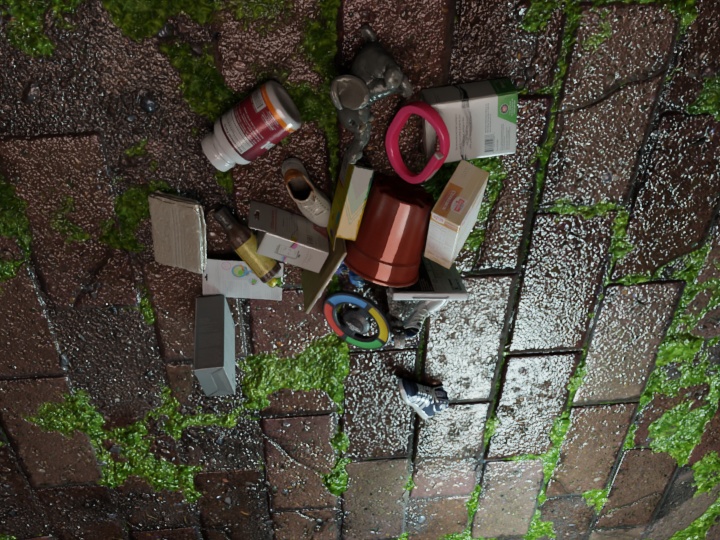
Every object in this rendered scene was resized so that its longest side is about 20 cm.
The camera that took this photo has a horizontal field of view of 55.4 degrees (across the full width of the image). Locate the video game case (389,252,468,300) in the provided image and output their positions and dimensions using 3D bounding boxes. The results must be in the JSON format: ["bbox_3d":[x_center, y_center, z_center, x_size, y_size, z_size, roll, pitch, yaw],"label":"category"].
[{"bbox_3d":[0.151,0.012,1.668,0.179,0.201,0.024,1,120,-7],"label":"video game case"}]

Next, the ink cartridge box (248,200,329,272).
[{"bbox_3d":[-0.178,-0.081,1.610,0.198,0.117,0.068,19,124,-19],"label":"ink cartridge box"}]

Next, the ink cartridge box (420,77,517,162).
[{"bbox_3d":[0.233,-0.323,1.488,0.197,0.084,0.148,-7,129,-1],"label":"ink cartridge box"}]

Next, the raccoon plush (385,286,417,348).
[{"bbox_3d":[0.141,0.090,1.768,0.132,0.097,0.203,-8,98,6],"label":"raccoon plush"}]

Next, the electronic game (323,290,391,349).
[{"bbox_3d":[-0.009,0.132,1.795,0.198,0.042,0.202,19,138,18],"label":"electronic game"}]

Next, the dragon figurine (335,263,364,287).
[{"bbox_3d":[0.000,0.000,1.704,0.199,0.100,0.059,31,120,-30],"label":"dragon figurine"}]

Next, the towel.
[{"bbox_3d":[-0.427,-0.089,1.606,0.131,0.035,0.202,14,128,8],"label":"towel"}]

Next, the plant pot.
[{"bbox_3d":[0.072,-0.100,1.589,0.198,0.202,0.197,11,118,-15],"label":"plant pot"}]

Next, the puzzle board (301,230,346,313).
[{"bbox_3d":[-0.088,-0.014,1.650,0.017,0.152,0.201,20,123,-23],"label":"puzzle board"}]

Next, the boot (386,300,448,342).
[{"bbox_3d":[0.158,0.125,1.824,0.198,0.096,0.074,-29,126,16],"label":"boot"}]

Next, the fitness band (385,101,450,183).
[{"bbox_3d":[0.118,-0.271,1.467,0.037,0.144,0.200,-32,170,-29],"label":"fitness band"}]

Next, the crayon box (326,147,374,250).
[{"bbox_3d":[-0.026,-0.156,1.537,0.050,0.127,0.202,10,115,-15],"label":"crayon box"}]

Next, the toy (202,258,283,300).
[{"bbox_3d":[-0.292,0.013,1.714,0.197,0.048,0.116,6,126,-4],"label":"toy"}]

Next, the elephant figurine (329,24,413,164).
[{"bbox_3d":[-0.002,-0.353,1.398,0.199,0.156,0.141,-38,146,11],"label":"elephant figurine"}]

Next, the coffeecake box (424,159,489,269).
[{"bbox_3d":[0.214,-0.123,1.549,0.072,0.154,0.201,27,156,13],"label":"coffeecake box"}]

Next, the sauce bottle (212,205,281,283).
[{"bbox_3d":[-0.269,-0.063,1.621,0.064,0.065,0.201,-32,107,18],"label":"sauce bottle"}]

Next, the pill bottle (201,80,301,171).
[{"bbox_3d":[-0.231,-0.296,1.436,0.198,0.114,0.113,-30,126,18],"label":"pill bottle"}]

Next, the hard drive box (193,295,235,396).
[{"bbox_3d":[-0.364,0.190,1.725,0.076,0.202,0.157,-5,146,-2],"label":"hard drive box"}]

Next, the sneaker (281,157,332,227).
[{"bbox_3d":[-0.120,-0.158,1.577,0.072,0.085,0.201,-27,129,13],"label":"sneaker"}]

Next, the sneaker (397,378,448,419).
[{"bbox_3d":[0.192,0.364,2.032,0.107,0.071,0.200,-24,134,18],"label":"sneaker"}]
